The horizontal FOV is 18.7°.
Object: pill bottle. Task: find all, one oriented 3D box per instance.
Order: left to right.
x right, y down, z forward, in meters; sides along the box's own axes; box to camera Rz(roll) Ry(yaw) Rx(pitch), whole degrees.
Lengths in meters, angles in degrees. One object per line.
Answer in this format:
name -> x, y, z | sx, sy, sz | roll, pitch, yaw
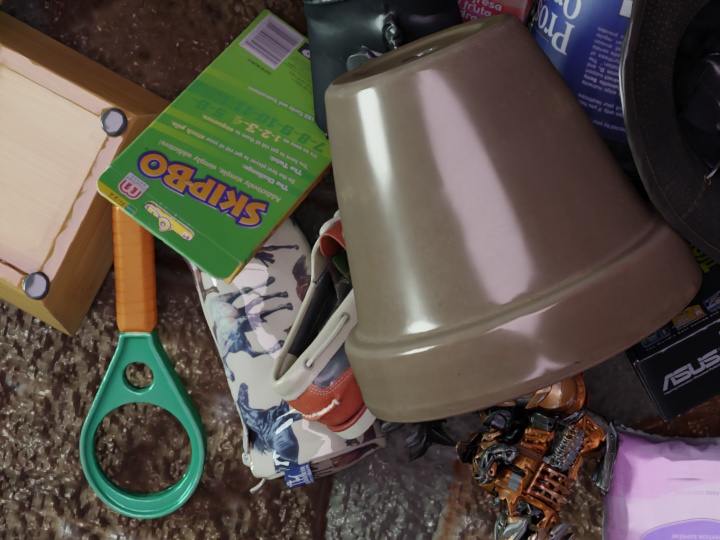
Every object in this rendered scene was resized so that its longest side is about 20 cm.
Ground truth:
pill bottle -> 0.152, -0.125, 1.273 | 0.111, 0.112, 0.201 | 17, 113, 5

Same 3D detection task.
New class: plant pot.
plant pot -> 0.065, -0.039, 1.177 | 0.199, 0.200, 0.176 | -21, 100, 5

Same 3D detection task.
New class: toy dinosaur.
toy dinosaur -> 0.091, 0.081, 1.306 | 0.135, 0.103, 0.201 | 3, 52, 15

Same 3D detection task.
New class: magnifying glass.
magnifying glass -> -0.136, 0.057, 1.344 | 0.079, 0.022, 0.202 | 0, 104, 5

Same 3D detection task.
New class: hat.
hat -> 0.195, -0.101, 1.181 | 0.199, 0.081, 0.203 | -7, 103, -32

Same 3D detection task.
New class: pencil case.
pencil case -> -0.059, 0.032, 1.332 | 0.089, 0.078, 0.201 | -21, 89, -11

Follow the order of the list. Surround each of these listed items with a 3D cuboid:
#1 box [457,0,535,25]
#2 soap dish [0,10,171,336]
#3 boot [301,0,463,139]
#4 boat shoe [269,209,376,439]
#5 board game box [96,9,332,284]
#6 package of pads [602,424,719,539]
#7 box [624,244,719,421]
box -> 0.020, -0.217, 1.297 | 0.199, 0.095, 0.103 | 21, 49, 5
soap dish -> -0.230, -0.075, 1.346 | 0.199, 0.081, 0.158 | 28, 93, 3
boot -> -0.030, -0.146, 1.257 | 0.198, 0.077, 0.169 | 5, 132, 13
boat shoe -> 0.000, 0.000, 1.295 | 0.062, 0.071, 0.201 | 32, 60, -25
board game box -> -0.071, -0.072, 1.293 | 0.095, 0.200, 0.030 | 36, 135, 4
package of pads -> 0.203, 0.194, 1.311 | 0.119, 0.076, 0.202 | 1, 90, 8
box -> 0.235, -0.007, 1.264 | 0.199, 0.160, 0.044 | -28, 112, 5
